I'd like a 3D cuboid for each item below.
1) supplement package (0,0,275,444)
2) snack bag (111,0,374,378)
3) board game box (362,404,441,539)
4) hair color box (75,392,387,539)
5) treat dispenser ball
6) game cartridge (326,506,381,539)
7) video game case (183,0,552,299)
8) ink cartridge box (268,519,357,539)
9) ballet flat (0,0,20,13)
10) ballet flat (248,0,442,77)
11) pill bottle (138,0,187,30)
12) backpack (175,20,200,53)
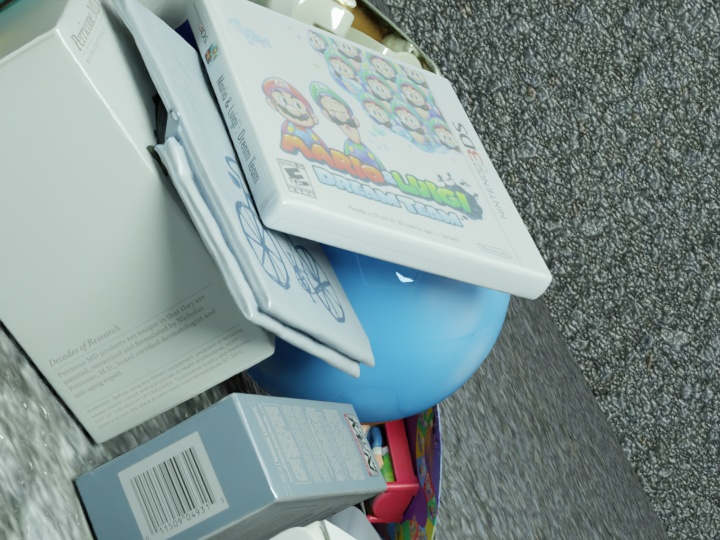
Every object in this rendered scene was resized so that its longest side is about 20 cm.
[{"bbox_3d":[-0.140,-0.035,0.761,0.201,0.116,0.117,57,14,-25],"label":"supplement package"},{"bbox_3d":[-0.064,-0.044,0.774,0.202,0.021,0.188,63,10,17],"label":"snack bag"},{"bbox_3d":[0.010,0.132,1.084,0.200,0.038,0.160,-153,-115,-72],"label":"board game box"},{"bbox_3d":[-0.063,0.118,0.804,0.061,0.098,0.200,65,12,14],"label":"hair color box"},{"bbox_3d":[0.000,0.000,0.954,0.202,0.199,0.201,58,13,-22],"label":"treat dispenser ball"},{"bbox_3d":[0.023,0.268,1.013,0.201,0.041,0.133,61,8,-10],"label":"game cartridge"},{"bbox_3d":[0.004,-0.073,0.831,0.198,0.024,0.183,15,39,-37],"label":"video game case"},{"bbox_3d":[-0.026,0.204,0.670,0.200,0.147,0.086,42,22,-56],"label":"ink cartridge box"},{"bbox_3d":[-0.205,-0.166,0.789,0.070,0.069,0.200,65,-16,12],"label":"ballet flat"},{"bbox_3d":[-0.013,-0.157,0.927,0.199,0.068,0.064,32,0,-44],"label":"ballet flat"},{"bbox_3d":[-0.147,-0.249,0.906,0.112,0.111,0.202,50,30,-45],"label":"pill bottle"},{"bbox_3d":[-0.098,-0.165,1.108,0.167,0.163,0.201,36,24,-21],"label":"backpack"}]
